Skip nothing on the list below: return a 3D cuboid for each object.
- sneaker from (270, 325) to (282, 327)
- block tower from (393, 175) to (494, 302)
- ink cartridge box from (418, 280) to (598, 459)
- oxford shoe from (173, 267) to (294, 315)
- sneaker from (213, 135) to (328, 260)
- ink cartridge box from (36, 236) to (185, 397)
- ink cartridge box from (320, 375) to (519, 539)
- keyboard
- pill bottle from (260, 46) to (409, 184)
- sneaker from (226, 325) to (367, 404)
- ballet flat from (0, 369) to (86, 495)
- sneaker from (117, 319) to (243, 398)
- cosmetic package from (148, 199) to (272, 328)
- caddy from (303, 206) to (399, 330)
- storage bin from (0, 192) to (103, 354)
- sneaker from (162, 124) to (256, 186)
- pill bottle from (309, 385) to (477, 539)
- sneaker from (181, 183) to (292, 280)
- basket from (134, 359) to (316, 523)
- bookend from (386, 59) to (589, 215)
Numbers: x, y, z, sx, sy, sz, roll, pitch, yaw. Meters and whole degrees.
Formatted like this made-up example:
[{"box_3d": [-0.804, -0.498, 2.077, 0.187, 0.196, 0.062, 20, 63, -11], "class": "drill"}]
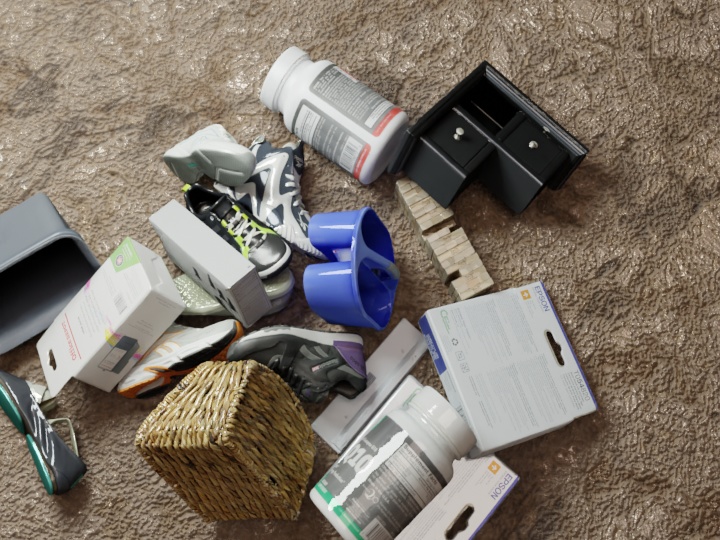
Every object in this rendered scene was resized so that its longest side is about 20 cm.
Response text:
[{"box_3d": [-0.161, 0.150, 1.192, 0.075, 0.085, 0.200, 42, 79, 10], "class": "sneaker"}, {"box_3d": [0.113, -0.050, 1.262, 0.057, 0.054, 0.203, -25, 76, -8], "class": "block tower"}, {"box_3d": [0.198, 0.129, 1.203, 0.196, 0.041, 0.203, -12, 70, -25], "class": "ink cartridge box"}, {"box_3d": [-0.184, 0.037, 1.235, 0.195, 0.058, 0.076, -7, 50, 6], "class": "oxford shoe"}, {"box_3d": [-0.096, -0.114, 1.262, 0.197, 0.080, 0.131, 34, 86, 18], "class": "sneaker"}, {"box_3d": [-0.333, 0.073, 1.180, 0.200, 0.067, 0.118, -46, 47, 9], "class": "ink cartridge box"}, {"box_3d": [0.074, 0.280, 1.176, 0.199, 0.041, 0.200, 42, 79, 8], "class": "ink cartridge box"}, {"box_3d": [0.016, 0.157, 1.232, 0.056, 0.011, 0.200, 39, 78, 14], "class": "keyboard"}, {"box_3d": [-0.038, -0.225, 1.273, 0.198, 0.116, 0.117, 36, 78, 8], "class": "pill bottle"}, {"box_3d": [-0.075, 0.127, 1.162, 0.196, 0.076, 0.089, 4, 60, -29], "class": "sneaker"}, {"box_3d": [-0.426, 0.204, 1.191, 0.072, 0.073, 0.201, -34, 72, -9], "class": "ballet flat"}, {"box_3d": [-0.248, 0.094, 1.190, 0.197, 0.076, 0.094, -24, 66, 15], "class": "sneaker"}, {"box_3d": [-0.202, -0.011, 1.188, 0.050, 0.083, 0.199, -37, 49, -21], "class": "cosmetic package"}, {"box_3d": [0.000, 0.000, 1.181, 0.103, 0.200, 0.145, -1, 73, 16], "class": "caddy"}, {"box_3d": [-0.459, -0.001, 1.213, 0.198, 0.147, 0.135, -31, 50, -8], "class": "storage bin"}, {"box_3d": [-0.200, -0.168, 1.236, 0.081, 0.198, 0.071, -52, 126, -21], "class": "sneaker"}, {"box_3d": [0.043, 0.246, 1.096, 0.200, 0.113, 0.113, -43, 80, -11], "class": "pill bottle"}, {"box_3d": [-0.179, -0.057, 1.215, 0.198, 0.083, 0.072, 30, 68, 31], "class": "sneaker"}, {"box_3d": [-0.163, 0.208, 1.123, 0.146, 0.201, 0.145, -9, 44, 26], "class": "basket"}, {"box_3d": [0.176, -0.153, 1.235, 0.198, 0.092, 0.200, 43, 57, 8], "class": "bookend"}]
